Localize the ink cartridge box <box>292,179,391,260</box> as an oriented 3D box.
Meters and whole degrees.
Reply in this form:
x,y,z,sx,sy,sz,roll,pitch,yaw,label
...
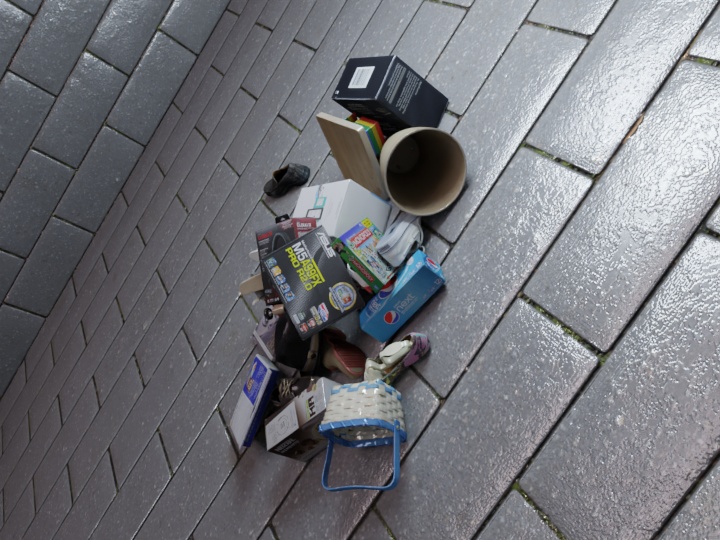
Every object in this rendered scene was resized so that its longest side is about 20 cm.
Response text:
x,y,z,sx,sy,sz,roll,pitch,yaw,label
-0.055,-0.117,1.636,0.199,0.146,0.148,-1,68,51,ink cartridge box

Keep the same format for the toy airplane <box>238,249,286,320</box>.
x,y,z,sx,sy,sz,roll,pitch,yaw,label
-0.202,0.020,1.710,0.199,0.141,0.201,31,105,20,toy airplane

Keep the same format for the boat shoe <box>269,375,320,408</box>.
x,y,z,sx,sy,sz,roll,pitch,yaw,label
-0.154,0.285,1.533,0.200,0.072,0.075,-41,37,52,boat shoe

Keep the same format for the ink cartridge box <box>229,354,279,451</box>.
x,y,z,sx,sy,sz,roll,pitch,yaw,label
-0.258,0.324,1.642,0.200,0.046,0.200,-68,21,-2,ink cartridge box

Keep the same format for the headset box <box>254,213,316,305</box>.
x,y,z,sx,sy,sz,roll,pitch,yaw,label
-0.165,-0.030,1.563,0.148,0.077,0.203,-13,85,43,headset box

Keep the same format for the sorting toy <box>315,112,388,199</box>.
x,y,z,sx,sy,sz,roll,pitch,yaw,label
0.000,-0.300,1.658,0.069,0.201,0.198,-38,38,-15,sorting toy

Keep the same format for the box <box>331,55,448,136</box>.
x,y,z,sx,sy,sz,roll,pitch,yaw,label
0.071,-0.417,1.623,0.196,0.199,0.119,22,85,53,box

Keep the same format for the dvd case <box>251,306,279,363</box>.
x,y,z,sx,sy,sz,roll,pitch,yaw,label
-0.212,0.129,1.782,0.202,0.016,0.149,-58,37,7,dvd case

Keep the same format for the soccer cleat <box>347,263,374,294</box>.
x,y,z,sx,sy,sz,roll,pitch,yaw,label
0.000,0.000,1.507,0.068,0.086,0.200,-35,11,-7,soccer cleat

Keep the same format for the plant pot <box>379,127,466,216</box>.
x,y,z,sx,sy,sz,roll,pitch,yaw,label
0.117,-0.241,1.502,0.188,0.186,0.200,-55,23,10,plant pot

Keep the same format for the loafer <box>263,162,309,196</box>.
x,y,z,sx,sy,sz,roll,pitch,yaw,label
-0.238,-0.281,2.018,0.199,0.072,0.074,-21,54,43,loafer

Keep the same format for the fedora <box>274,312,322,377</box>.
x,y,z,sx,sy,sz,roll,pitch,yaw,label
-0.153,0.160,1.569,0.200,0.090,0.204,-174,90,-72,fedora

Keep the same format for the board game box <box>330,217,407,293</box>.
x,y,z,sx,sy,sz,roll,pitch,yaw,label
0.023,-0.037,1.420,0.029,0.135,0.200,-44,0,24,board game box

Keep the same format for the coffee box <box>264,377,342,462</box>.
x,y,z,sx,sy,sz,roll,pitch,yaw,label
-0.104,0.327,1.450,0.199,0.112,0.081,-39,42,27,coffee box

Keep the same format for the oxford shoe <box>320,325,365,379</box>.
x,y,z,sx,sy,sz,roll,pitch,yaw,label
-0.045,0.199,1.508,0.200,0.069,0.076,47,124,58,oxford shoe

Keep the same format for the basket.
x,y,z,sx,sy,sz,roll,pitch,yaw,label
0.007,0.322,1.292,0.174,0.139,0.203,-12,53,34,basket

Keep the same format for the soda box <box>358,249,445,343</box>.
x,y,z,sx,sy,sz,roll,pitch,yaw,label
0.086,0.056,1.416,0.200,0.067,0.064,-47,25,20,soda box

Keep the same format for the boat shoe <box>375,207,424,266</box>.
x,y,z,sx,sy,sz,roll,pitch,yaw,label
0.104,-0.066,1.462,0.074,0.086,0.202,-31,12,32,boat shoe

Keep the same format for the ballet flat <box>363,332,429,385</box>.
x,y,z,sx,sy,sz,roll,pitch,yaw,label
0.056,0.191,1.375,0.200,0.071,0.070,-44,41,24,ballet flat

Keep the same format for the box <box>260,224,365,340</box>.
x,y,z,sx,sy,sz,roll,pitch,yaw,label
-0.104,0.027,1.462,0.159,0.202,0.044,-28,-3,-5,box
